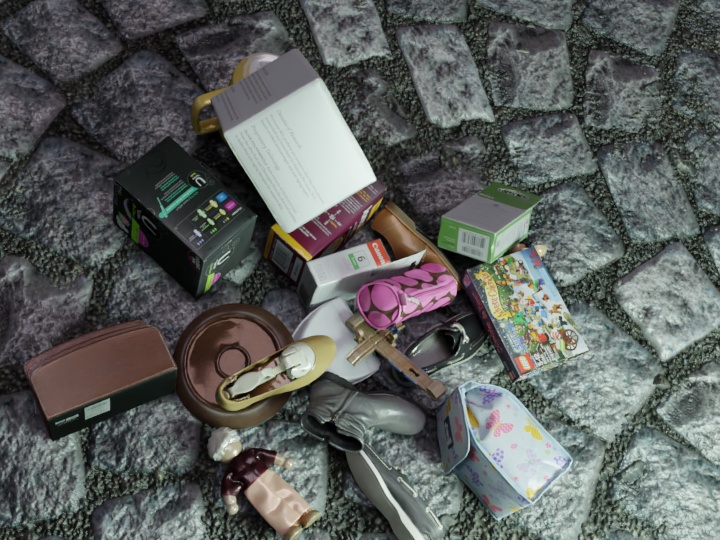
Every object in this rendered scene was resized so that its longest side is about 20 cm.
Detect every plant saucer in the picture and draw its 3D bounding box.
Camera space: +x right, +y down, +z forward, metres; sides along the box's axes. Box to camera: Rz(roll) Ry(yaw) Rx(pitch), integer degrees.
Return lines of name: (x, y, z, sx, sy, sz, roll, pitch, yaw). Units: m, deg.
plant saucer: (-0.196, 0.145, 1.639, 0.200, 0.034, 0.201, 0, 75, -1)

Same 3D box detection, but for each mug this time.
mug: (-0.178, -0.282, 1.806, 0.149, 0.153, 0.187, 38, 63, 6)

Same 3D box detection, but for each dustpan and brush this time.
dustpan and brush: (-0.085, 0.146, 1.688, 0.200, 0.057, 0.140, -26, 83, -29)

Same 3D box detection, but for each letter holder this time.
letter holder: (-0.396, 0.142, 1.588, 0.200, 0.101, 0.142, -21, 69, -21)

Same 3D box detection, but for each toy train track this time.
toy train track: (0.054, 0.129, 1.652, 0.115, 0.033, 0.200, -37, 62, -28)

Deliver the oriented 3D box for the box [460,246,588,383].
box: (0.270, 0.071, 1.744, 0.136, 0.038, 0.200, -18, 71, -21)

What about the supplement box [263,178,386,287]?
supplement box: (-0.060, -0.081, 1.761, 0.086, 0.110, 0.200, 42, 64, 8)

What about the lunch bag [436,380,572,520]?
lunch bag: (0.198, 0.270, 1.622, 0.127, 0.170, 0.200, -37, 81, -22)

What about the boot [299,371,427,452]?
boot: (0.005, 0.236, 1.614, 0.199, 0.070, 0.132, 16, 26, -4)

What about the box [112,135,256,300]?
box: (-0.284, -0.083, 1.690, 0.200, 0.149, 0.124, 42, 63, 8)

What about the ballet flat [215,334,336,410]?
ballet flat: (-0.125, 0.155, 1.587, 0.200, 0.063, 0.069, -28, 78, -7)

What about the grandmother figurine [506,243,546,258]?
grandmother figurine: (0.289, 0.052, 1.809, 0.121, 0.061, 0.201, -2, 63, -4)

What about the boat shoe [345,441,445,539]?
boat shoe: (0.053, 0.338, 1.611, 0.060, 0.074, 0.200, -29, 72, -29)

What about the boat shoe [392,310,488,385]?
boat shoe: (0.141, 0.119, 1.732, 0.200, 0.060, 0.074, -26, 73, -22)

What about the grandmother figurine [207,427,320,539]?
grandmother figurine: (-0.157, 0.316, 1.577, 0.200, 0.061, 0.121, 46, 54, 14)

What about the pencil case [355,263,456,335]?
pencil case: (0.082, 0.039, 1.698, 0.200, 0.094, 0.091, -21, 87, -56)

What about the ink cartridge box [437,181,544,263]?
ink cartridge box: (0.227, -0.085, 1.819, 0.104, 0.059, 0.200, 20, 31, 27)

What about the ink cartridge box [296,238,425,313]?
ink cartridge box: (0.000, 0.000, 1.737, 0.200, 0.109, 0.050, -19, 70, -21)

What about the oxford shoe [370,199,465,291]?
oxford shoe: (0.100, -0.028, 1.810, 0.200, 0.071, 0.071, 44, 94, 7)

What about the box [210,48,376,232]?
box: (-0.109, -0.208, 1.665, 0.171, 0.199, 0.200, -31, 118, 1)
